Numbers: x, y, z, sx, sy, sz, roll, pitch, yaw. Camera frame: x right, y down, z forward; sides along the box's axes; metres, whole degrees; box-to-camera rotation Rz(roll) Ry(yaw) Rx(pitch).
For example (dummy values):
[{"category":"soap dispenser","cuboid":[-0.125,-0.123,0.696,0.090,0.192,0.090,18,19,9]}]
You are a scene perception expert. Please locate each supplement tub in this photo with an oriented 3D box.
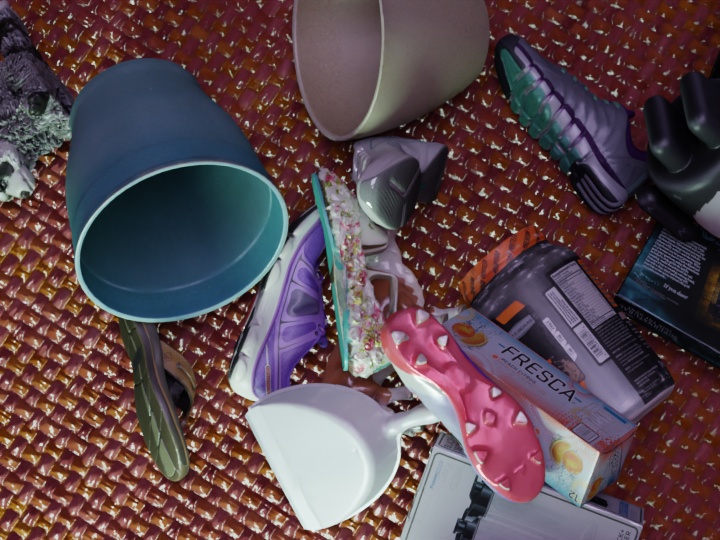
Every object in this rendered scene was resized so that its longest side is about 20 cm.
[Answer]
[{"category":"supplement tub","cuboid":[0.187,0.065,1.692,0.122,0.123,0.201,-37,78,-6]}]

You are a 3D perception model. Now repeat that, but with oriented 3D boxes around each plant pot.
[{"category":"plant pot","cuboid":[-0.189,-0.088,1.706,0.199,0.201,0.189,-22,50,-3]}]

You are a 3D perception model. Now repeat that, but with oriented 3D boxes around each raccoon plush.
[{"category":"raccoon plush","cuboid":[-0.355,-0.154,1.805,0.134,0.097,0.201,-37,48,8]}]

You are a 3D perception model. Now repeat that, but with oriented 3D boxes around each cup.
[{"category":"cup","cuboid":[0.039,-0.227,1.745,0.142,0.200,0.202,-4,75,-25]}]

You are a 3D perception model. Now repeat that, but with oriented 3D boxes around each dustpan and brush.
[{"category":"dustpan and brush","cuboid":[0.006,0.153,1.670,0.199,0.057,0.140,-19,102,39]}]

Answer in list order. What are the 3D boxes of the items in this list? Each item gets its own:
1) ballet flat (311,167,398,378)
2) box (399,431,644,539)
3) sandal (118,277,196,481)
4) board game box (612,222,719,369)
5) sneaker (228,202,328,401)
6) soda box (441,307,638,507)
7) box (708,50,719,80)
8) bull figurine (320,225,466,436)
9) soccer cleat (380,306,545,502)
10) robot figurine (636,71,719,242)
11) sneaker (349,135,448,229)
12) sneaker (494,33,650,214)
[{"category":"ballet flat","cuboid":[0.000,0.000,1.685,0.063,0.076,0.202,-9,78,-6]},{"category":"box","cuboid":[0.141,0.234,1.630,0.198,0.060,0.118,19,102,7]},{"category":"sandal","cuboid":[-0.187,0.098,1.736,0.054,0.082,0.202,-9,69,-22]},{"category":"board game box","cuboid":[0.352,0.028,1.722,0.199,0.028,0.136,30,62,9]},{"category":"sneaker","cuboid":[-0.061,0.032,1.747,0.083,0.081,0.202,21,86,-10]},{"category":"soda box","cuboid":[0.145,0.119,1.622,0.199,0.069,0.063,37,40,27]},{"category":"box","cuboid":[0.404,-0.212,1.705,0.123,0.200,0.150,24,79,9]},{"category":"bull figurine","cuboid":[0.024,0.058,1.725,0.121,0.065,0.202,15,82,25]},{"category":"soccer cleat","cuboid":[0.089,0.117,1.593,0.067,0.076,0.200,-39,86,-12]},{"category":"robot figurine","cuboid":[0.341,-0.093,1.667,0.200,0.150,0.126,36,74,-34]},{"category":"sneaker","cuboid":[0.021,-0.087,1.708,0.080,0.200,0.071,18,104,12]},{"category":"sneaker","cuboid":[0.211,-0.154,1.777,0.087,0.074,0.201,-33,87,-19]}]
